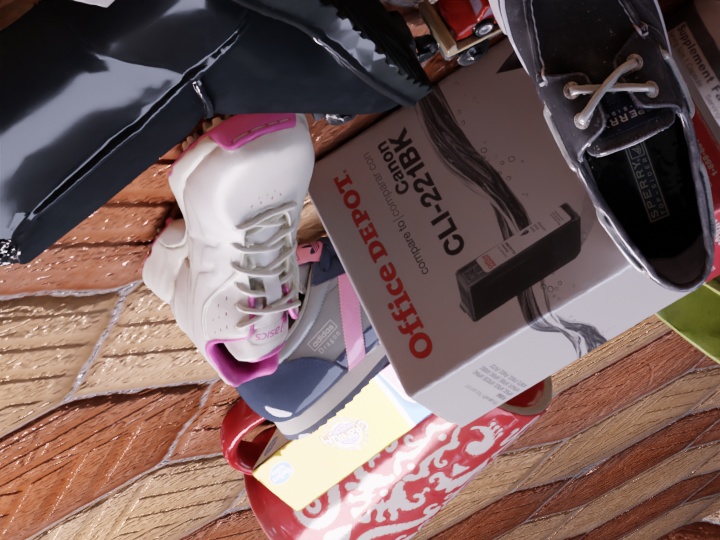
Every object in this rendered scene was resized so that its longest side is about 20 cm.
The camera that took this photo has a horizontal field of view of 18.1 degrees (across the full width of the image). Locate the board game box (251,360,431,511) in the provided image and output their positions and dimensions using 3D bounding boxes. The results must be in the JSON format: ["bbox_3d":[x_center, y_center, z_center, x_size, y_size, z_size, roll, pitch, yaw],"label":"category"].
[{"bbox_3d":[0.030,0.044,1.361,0.200,0.040,0.153,-40,-167,42],"label":"board game box"}]

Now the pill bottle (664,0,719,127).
[{"bbox_3d":[0.182,-0.082,1.242,0.200,0.113,0.113,-32,164,13],"label":"pill bottle"}]

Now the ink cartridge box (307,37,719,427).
[{"bbox_3d":[0.089,-0.034,1.160,0.200,0.145,0.084,-33,156,13],"label":"ink cartridge box"}]

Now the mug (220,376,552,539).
[{"bbox_3d":[0.017,0.114,1.551,0.200,0.134,0.177,-43,161,32],"label":"mug"}]

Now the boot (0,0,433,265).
[{"bbox_3d":[-0.080,-0.069,0.887,0.168,0.077,0.200,-37,156,16],"label":"boot"}]

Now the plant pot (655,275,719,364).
[{"bbox_3d":[0.288,-0.034,1.416,0.193,0.200,0.200,-54,166,-6],"label":"plant pot"}]

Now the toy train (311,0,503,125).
[{"bbox_3d":[0.062,-0.126,1.048,0.199,0.034,0.046,-26,152,-7],"label":"toy train"}]

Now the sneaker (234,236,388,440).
[{"bbox_3d":[0.000,0.000,1.277,0.200,0.082,0.070,-49,-161,-2],"label":"sneaker"}]

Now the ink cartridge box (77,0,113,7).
[{"bbox_3d":[-0.060,-0.167,0.605,0.200,0.086,0.146,-38,162,25],"label":"ink cartridge box"}]

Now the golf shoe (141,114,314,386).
[{"bbox_3d":[-0.051,-0.012,1.100,0.075,0.092,0.200,-21,162,-20],"label":"golf shoe"}]

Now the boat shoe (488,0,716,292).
[{"bbox_3d":[0.112,-0.077,1.010,0.071,0.201,0.068,-21,-152,4],"label":"boat shoe"}]
